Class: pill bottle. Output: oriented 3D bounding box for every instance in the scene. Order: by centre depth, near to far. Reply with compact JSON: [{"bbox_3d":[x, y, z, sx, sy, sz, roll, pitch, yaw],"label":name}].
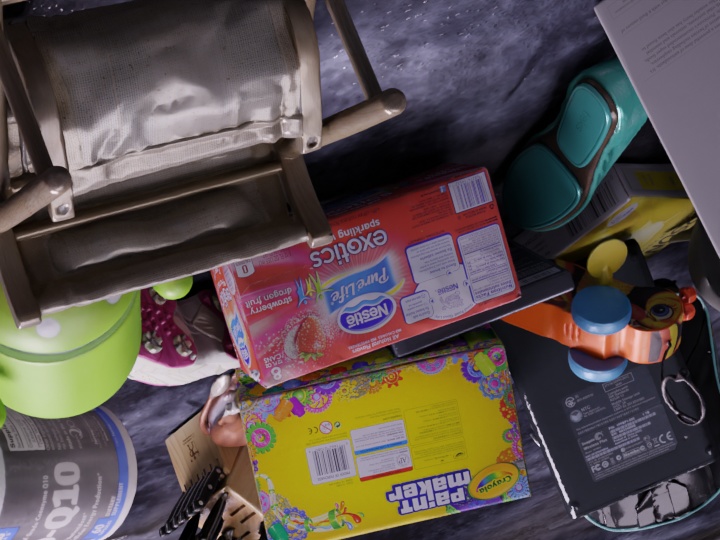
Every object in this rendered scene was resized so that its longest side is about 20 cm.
[{"bbox_3d":[-0.278,0.159,1.436,0.114,0.114,0.199,-37,155,32],"label":"pill bottle"}]

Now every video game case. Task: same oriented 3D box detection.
[{"bbox_3d":[0.071,0.016,1.451,0.142,0.019,0.200,-21,-169,-7],"label":"video game case"}]

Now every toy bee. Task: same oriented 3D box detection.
[{"bbox_3d":[0.210,0.044,1.485,0.108,0.200,0.131,-35,161,-35],"label":"toy bee"}]

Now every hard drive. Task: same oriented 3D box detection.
[{"bbox_3d":[0.202,0.091,1.569,0.139,0.201,0.033,-22,-168,3],"label":"hard drive"}]

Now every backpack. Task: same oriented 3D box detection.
[{"bbox_3d":[0.238,0.123,1.668,0.175,0.201,0.153,-20,-176,-5],"label":"backpack"}]

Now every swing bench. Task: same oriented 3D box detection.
[{"bbox_3d":[-0.107,-0.080,1.034,0.198,0.131,0.200,-16,163,-21],"label":"swing bench"}]

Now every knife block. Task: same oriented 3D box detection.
[{"bbox_3d":[-0.094,0.211,1.667,0.199,0.177,0.064,1,150,-48],"label":"knife block"}]

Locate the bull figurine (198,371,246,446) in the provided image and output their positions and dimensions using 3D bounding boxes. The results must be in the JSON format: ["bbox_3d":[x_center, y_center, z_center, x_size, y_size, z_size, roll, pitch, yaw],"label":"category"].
[{"bbox_3d":[-0.043,0.100,1.614,0.199,0.065,0.122,-20,156,-14],"label":"bull figurine"}]

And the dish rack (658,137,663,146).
[{"bbox_3d":[0.326,-0.106,1.447,0.152,0.055,0.200,1,170,23],"label":"dish rack"}]

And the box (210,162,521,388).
[{"bbox_3d":[0.000,0.000,1.328,0.199,0.100,0.095,-19,-171,-13],"label":"box"}]

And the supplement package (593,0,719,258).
[{"bbox_3d":[0.265,-0.113,1.237,0.121,0.201,0.119,-33,157,25],"label":"supplement package"}]

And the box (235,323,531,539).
[{"bbox_3d":[0.011,0.111,1.448,0.198,0.123,0.193,-12,-168,-2],"label":"box"}]

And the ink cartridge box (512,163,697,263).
[{"bbox_3d":[0.219,-0.026,1.619,0.199,0.047,0.198,0,149,-43],"label":"ink cartridge box"}]

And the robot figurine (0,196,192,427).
[{"bbox_3d":[-0.196,0.019,1.183,0.175,0.116,0.200,-34,162,-20],"label":"robot figurine"}]

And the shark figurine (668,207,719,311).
[{"bbox_3d":[0.287,-0.030,1.497,0.127,0.215,0.090,-10,123,27],"label":"shark figurine"}]

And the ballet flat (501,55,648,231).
[{"bbox_3d":[0.167,-0.092,1.380,0.070,0.068,0.200,-29,165,-26],"label":"ballet flat"}]

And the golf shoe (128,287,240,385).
[{"bbox_3d":[-0.156,0.054,1.378,0.091,0.076,0.200,-30,157,25],"label":"golf shoe"}]

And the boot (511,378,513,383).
[{"bbox_3d":[0.097,0.068,1.656,0.090,0.073,0.200,-2,165,-7],"label":"boot"}]
